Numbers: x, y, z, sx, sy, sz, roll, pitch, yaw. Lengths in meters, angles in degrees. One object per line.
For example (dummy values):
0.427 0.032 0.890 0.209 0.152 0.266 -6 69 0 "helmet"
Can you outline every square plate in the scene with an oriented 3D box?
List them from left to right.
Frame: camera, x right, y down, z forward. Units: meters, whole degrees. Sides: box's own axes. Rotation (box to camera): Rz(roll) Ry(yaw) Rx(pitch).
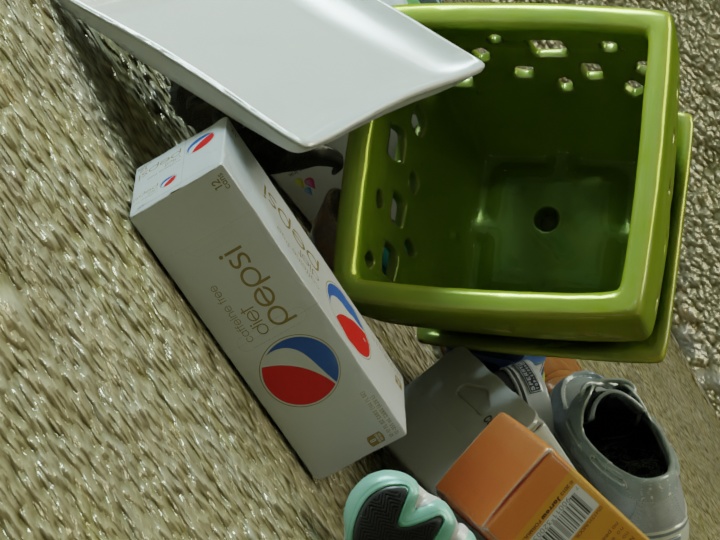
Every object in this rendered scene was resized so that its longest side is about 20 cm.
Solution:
-0.055 -0.137 1.357 0.198 0.029 0.200 32 32 21 "square plate"

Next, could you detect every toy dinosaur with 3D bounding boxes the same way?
-0.069 -0.106 1.478 0.077 0.102 0.200 35 -12 23 "toy dinosaur"

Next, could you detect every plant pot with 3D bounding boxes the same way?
0.109 -0.045 1.458 0.181 0.198 0.201 43 52 -66 "plant pot"

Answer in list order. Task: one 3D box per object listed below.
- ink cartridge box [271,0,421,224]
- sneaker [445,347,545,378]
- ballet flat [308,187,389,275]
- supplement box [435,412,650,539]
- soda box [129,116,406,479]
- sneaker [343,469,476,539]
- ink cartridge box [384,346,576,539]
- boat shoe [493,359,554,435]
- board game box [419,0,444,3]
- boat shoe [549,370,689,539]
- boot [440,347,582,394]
0.016 -0.094 1.622 0.200 0.144 0.084 50 15 -42 "ink cartridge box"
0.094 0.081 1.639 0.200 0.074 0.083 70 38 -62 "sneaker"
0.000 0.000 1.535 0.200 0.067 0.068 36 33 -62 "ballet flat"
0.137 0.172 1.364 0.200 0.069 0.067 45 -5 -30 "supplement box"
-0.050 0.018 1.297 0.200 0.063 0.068 56 14 -23 "soda box"
0.047 0.182 1.332 0.201 0.077 0.140 62 6 -18 "sneaker"
0.105 0.165 1.472 0.200 0.083 0.146 55 -6 -26 "ink cartridge box"
0.101 0.153 1.607 0.074 0.068 0.200 -120 -163 -44 "boat shoe"
0.024 -0.142 1.793 0.201 0.135 0.028 66 13 24 "board game box"
0.174 0.110 1.537 0.201 0.070 0.072 -114 -163 -60 "boat shoe"
0.167 0.105 1.823 0.155 0.077 0.200 33 -3 39 "boot"
